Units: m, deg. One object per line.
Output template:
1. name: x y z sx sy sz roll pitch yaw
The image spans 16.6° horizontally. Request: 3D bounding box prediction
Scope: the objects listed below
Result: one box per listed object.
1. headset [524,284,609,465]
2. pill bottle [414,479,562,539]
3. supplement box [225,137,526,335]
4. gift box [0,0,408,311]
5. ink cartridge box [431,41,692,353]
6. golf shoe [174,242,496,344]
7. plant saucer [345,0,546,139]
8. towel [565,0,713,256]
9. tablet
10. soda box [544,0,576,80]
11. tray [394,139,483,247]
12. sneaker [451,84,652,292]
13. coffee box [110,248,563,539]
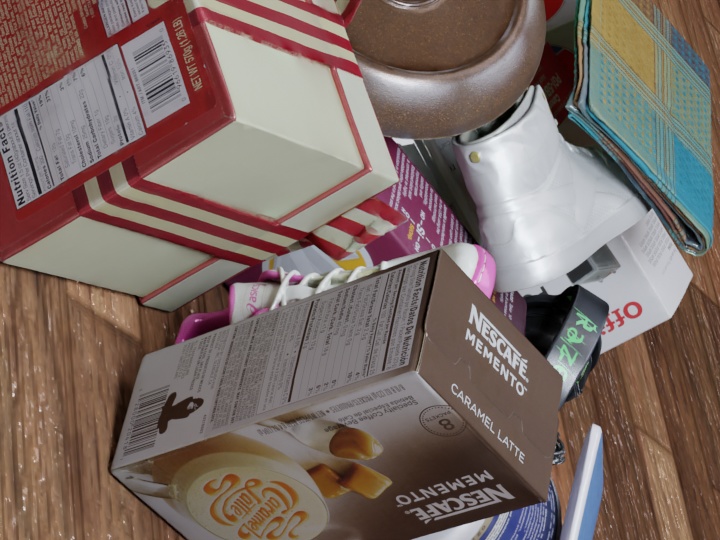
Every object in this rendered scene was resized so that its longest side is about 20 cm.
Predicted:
1. headset: 0.115 0.084 1.564 0.094 0.200 0.124 32 72 -4
2. pill bottle: 0.052 0.138 1.418 0.200 0.111 0.112 42 28 -62
3. supplement box: 0.000 0.000 1.483 0.200 0.110 0.086 49 27 -25
4. gift box: -0.086 -0.092 1.313 0.187 0.199 0.185 18 53 -59
5. ink cartridge box: 0.114 -0.031 1.701 0.200 0.146 0.083 56 25 -9
6. golf shoe: -0.018 0.031 1.314 0.091 0.200 0.076 39 39 -27
7. plant saucer: 0.021 -0.171 1.453 0.199 0.032 0.201 9 61 -17
8. towel: 0.183 -0.116 1.603 0.147 0.022 0.200 46 30 -27
9. tablet: 0.116 0.201 1.447 0.130 0.014 0.201 76 26 -67
10. soda box: 0.107 -0.150 1.746 0.064 0.199 0.068 53 26 -34
11. tray: 0.038 -0.021 1.619 0.107 0.022 0.201 -29 90 -30
12. sneaker: 0.122 -0.073 1.539 0.200 0.073 0.116 -37 111 -59
13. coffee box: -0.011 0.079 1.248 0.114 0.199 0.080 45 41 -33
